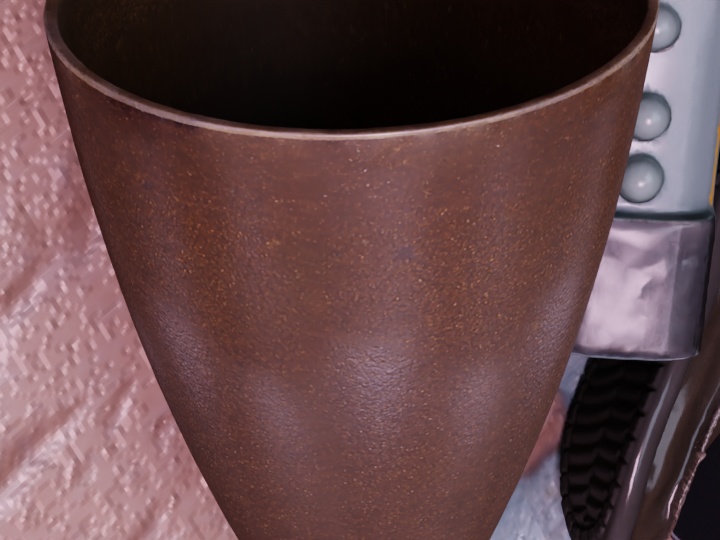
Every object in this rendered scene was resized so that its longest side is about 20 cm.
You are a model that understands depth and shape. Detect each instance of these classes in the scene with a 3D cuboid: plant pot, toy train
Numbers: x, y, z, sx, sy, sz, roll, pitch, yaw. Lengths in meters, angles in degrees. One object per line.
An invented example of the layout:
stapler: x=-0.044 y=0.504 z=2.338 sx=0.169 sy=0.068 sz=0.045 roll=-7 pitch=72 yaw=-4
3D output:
plant pot: x=0.000 y=0.000 z=0.690 sx=0.186 sy=0.187 sz=0.201 roll=-24 pitch=128 yaw=-32
toy train: x=0.098 y=-0.062 z=0.758 sx=0.085 sy=0.114 sz=0.201 roll=5 pitch=108 yaw=-2

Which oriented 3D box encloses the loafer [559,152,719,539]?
loafer: x=0.143 y=0.030 z=0.846 sx=0.071 sy=0.073 sz=0.201 roll=24 pitch=84 yaw=-16

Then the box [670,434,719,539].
box: x=0.257 y=0.095 z=0.899 sx=0.197 sy=0.117 sz=0.200 roll=-47 pitch=127 yaw=4
